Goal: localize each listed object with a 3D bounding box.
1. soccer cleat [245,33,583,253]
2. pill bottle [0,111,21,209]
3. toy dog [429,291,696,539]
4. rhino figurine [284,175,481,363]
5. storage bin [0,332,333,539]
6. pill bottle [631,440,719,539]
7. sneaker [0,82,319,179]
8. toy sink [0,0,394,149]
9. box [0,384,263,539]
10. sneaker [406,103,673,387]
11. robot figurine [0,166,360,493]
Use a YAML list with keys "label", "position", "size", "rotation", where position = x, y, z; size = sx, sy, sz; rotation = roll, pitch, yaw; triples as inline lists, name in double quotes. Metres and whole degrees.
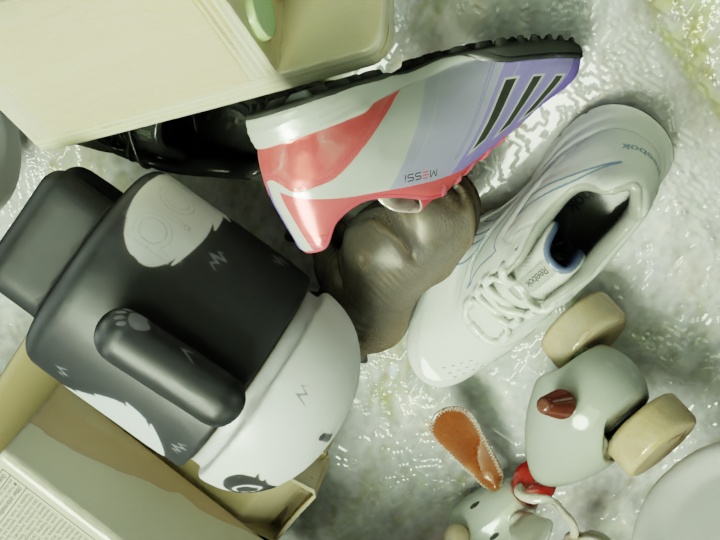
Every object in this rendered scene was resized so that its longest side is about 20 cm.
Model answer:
- label: "soccer cleat"
  position: [0.035, -0.069, 0.623]
  size: [0.068, 0.199, 0.074]
  rotation: [-2, 106, 54]
- label: "pill bottle"
  position: [-0.315, -0.064, 0.752]
  size: [0.199, 0.112, 0.112]
  rotation: [-13, 110, 20]
- label: "toy dog"
  position: [0.100, 0.110, 0.721]
  size: [0.132, 0.096, 0.201]
  rotation: [35, 120, 38]
- label: "rhino figurine"
  position: [0.000, 0.000, 0.717]
  size: [0.087, 0.060, 0.200]
  rotation: [46, 133, 12]
- label: "storage bin"
  position: [-0.145, 0.119, 0.803]
  size: [0.198, 0.094, 0.200]
  rotation: [37, 118, -5]
- label: "pill bottle"
  position: [0.240, 0.187, 0.690]
  size: [0.114, 0.115, 0.200]
  rotation: [-26, 131, 24]
- label: "sneaker"
  position: [-0.120, -0.093, 0.699]
  size: [0.198, 0.091, 0.077]
  rotation: [8, 113, 12]
- label: "toy sink"
  position: [-0.095, -0.161, 0.616]
  size: [0.199, 0.131, 0.112]
  rotation: [-10, 147, 20]
- label: "box"
  position: [-0.130, 0.171, 0.726]
  size: [0.200, 0.078, 0.095]
  rotation: [40, 118, -6]
- label: "sneaker"
  position: [0.087, -0.004, 0.688]
  size: [0.074, 0.087, 0.200]
  rotation: [36, 119, -5]
- label: "robot figurine"
  position: [-0.096, 0.031, 0.666]
  size: [0.199, 0.151, 0.125]
  rotation: [36, 134, -6]
